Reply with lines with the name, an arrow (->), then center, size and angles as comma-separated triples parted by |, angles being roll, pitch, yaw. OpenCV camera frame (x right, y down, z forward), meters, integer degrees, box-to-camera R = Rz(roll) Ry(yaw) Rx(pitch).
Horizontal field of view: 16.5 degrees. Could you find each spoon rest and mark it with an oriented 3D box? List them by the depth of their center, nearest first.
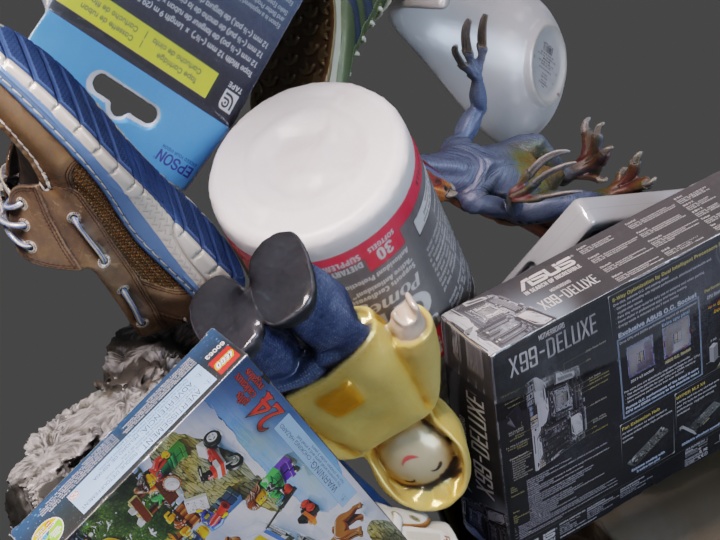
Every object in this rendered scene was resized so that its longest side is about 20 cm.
spoon rest -> 0.070, -0.142, 1.507 | 0.200, 0.060, 0.100 | 34, 64, -58

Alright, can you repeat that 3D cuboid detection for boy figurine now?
boy figurine -> -0.010, 0.063, 1.281 | 0.200, 0.124, 0.065 | 48, 13, -44

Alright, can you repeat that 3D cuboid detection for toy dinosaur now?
toy dinosaur -> 0.081, -0.042, 1.459 | 0.181, 0.105, 0.201 | -12, 135, -24

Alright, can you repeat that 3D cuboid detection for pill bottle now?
pill bottle -> 0.000, 0.000, 1.346 | 0.111, 0.110, 0.200 | -66, 150, -28

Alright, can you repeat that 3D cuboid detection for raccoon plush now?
raccoon plush -> -0.092, 0.118, 1.275 | 0.200, 0.096, 0.134 | -53, 134, -36

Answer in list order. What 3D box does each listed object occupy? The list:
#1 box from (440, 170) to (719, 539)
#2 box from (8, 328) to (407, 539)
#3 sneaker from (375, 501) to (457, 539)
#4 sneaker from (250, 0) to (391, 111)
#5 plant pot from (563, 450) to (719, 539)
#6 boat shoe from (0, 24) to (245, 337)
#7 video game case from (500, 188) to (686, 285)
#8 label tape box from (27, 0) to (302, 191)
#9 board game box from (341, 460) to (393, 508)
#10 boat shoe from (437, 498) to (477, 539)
box -> 0.143, 0.055, 1.385 | 0.199, 0.050, 0.158 | -27, 131, -22
box -> -0.057, 0.143, 1.204 | 0.137, 0.038, 0.200 | -46, 126, -9
sneaker -> 0.001, 0.142, 1.306 | 0.200, 0.084, 0.073 | 28, 54, -55
sneaker -> -0.008, -0.155, 1.396 | 0.090, 0.067, 0.201 | 8, 80, -45
plant pot -> 0.204, 0.191, 1.557 | 0.173, 0.200, 0.201 | -9, 95, -31
boat shoe -> -0.140, -0.036, 1.218 | 0.200, 0.072, 0.072 | 48, 9, -31
video game case -> 0.139, 0.017, 1.494 | 0.200, 0.182, 0.023 | -6, 54, -49
label tape box -> -0.099, -0.162, 1.284 | 0.143, 0.066, 0.201 | 32, 89, -44
board game box -> -0.027, 0.192, 1.383 | 0.200, 0.039, 0.159 | 46, 50, -43
boat shoe -> 0.083, 0.187, 1.492 | 0.065, 0.073, 0.201 | -27, 107, -30
